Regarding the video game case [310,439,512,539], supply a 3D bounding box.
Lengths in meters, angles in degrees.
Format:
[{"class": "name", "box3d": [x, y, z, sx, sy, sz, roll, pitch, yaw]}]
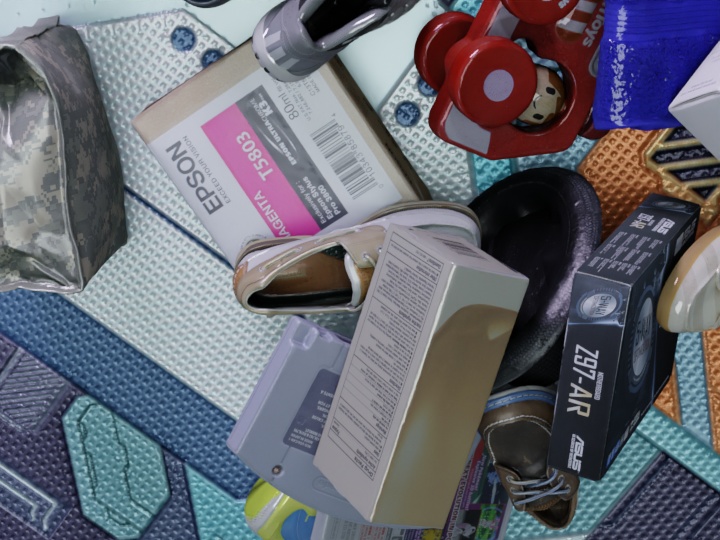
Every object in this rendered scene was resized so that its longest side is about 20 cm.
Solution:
[{"class": "video game case", "box3d": [0.044, 0.222, 1.212, 0.181, 0.023, 0.201, 5, 107, -26]}]

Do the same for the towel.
[{"class": "towel", "box3d": [0.242, -0.206, 1.062, 0.147, 0.049, 0.201, -13, 112, -38]}]

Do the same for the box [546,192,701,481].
[{"class": "box", "box3d": [0.205, 0.046, 1.089, 0.043, 0.200, 0.161, 15, 115, 23]}]

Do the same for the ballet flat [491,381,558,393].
[{"class": "ballet flat", "box3d": [0.094, 0.073, 1.186, 0.199, 0.072, 0.072, 27, 106, -2]}]

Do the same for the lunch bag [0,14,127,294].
[{"class": "lunch bag", "box3d": [-0.260, -0.095, 1.118, 0.117, 0.164, 0.201, -2, 105, 4]}]

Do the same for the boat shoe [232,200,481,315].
[{"class": "boat shoe", "box3d": [0.000, 0.000, 1.097, 0.199, 0.068, 0.075, -14, 113, 3]}]

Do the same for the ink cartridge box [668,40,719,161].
[{"class": "ink cartridge box", "box3d": [0.351, -0.151, 1.050, 0.146, 0.083, 0.200, 42, 78, -10]}]

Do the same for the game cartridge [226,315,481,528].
[{"class": "game cartridge", "box3d": [-0.002, 0.130, 1.121, 0.199, 0.041, 0.134, 26, 92, -29]}]

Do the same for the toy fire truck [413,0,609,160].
[{"class": "toy fire truck", "box3d": [0.146, -0.175, 1.098, 0.167, 0.112, 0.201, 19, 105, -23]}]

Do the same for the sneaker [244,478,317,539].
[{"class": "sneaker", "box3d": [-0.006, 0.168, 1.227, 0.105, 0.076, 0.200, 37, 106, -24]}]

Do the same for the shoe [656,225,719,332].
[{"class": "shoe", "box3d": [0.308, -0.006, 1.092, 0.199, 0.053, 0.070, -29, 127, -27]}]

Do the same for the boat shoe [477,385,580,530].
[{"class": "boat shoe", "box3d": [0.143, 0.153, 1.126, 0.072, 0.200, 0.073, -19, 59, 15]}]

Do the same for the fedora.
[{"class": "fedora", "box3d": [0.134, 0.020, 1.127, 0.200, 0.201, 0.092, -42, 126, 14]}]

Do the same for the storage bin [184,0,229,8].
[{"class": "storage bin", "box3d": [-0.090, -0.294, 1.065, 0.199, 0.134, 0.146, -27, 101, 11]}]

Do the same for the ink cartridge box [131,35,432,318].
[{"class": "ink cartridge box", "box3d": [-0.061, -0.089, 1.150, 0.164, 0.075, 0.200, -33, 101, 12]}]

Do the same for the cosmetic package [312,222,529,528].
[{"class": "cosmetic package", "box3d": [0.042, 0.077, 1.044, 0.071, 0.105, 0.201, 11, 104, -30]}]

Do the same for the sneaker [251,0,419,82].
[{"class": "sneaker", "box3d": [0.015, -0.215, 1.049, 0.200, 0.115, 0.075, -46, 104, -20]}]
